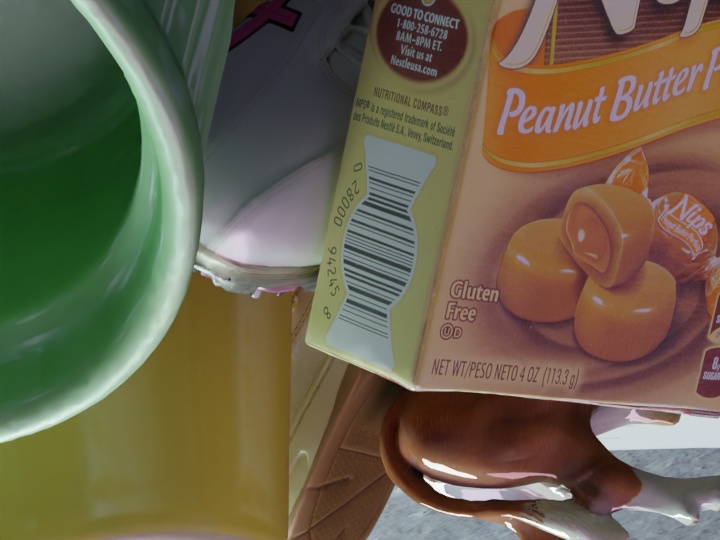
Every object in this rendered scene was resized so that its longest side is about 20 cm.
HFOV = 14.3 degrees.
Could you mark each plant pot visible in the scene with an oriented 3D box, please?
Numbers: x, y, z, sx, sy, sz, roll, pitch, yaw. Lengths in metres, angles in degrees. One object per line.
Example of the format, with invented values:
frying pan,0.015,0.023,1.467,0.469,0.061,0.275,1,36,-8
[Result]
plant pot,-0.102,0.016,0.879,0.200,0.189,0.201,-11,157,-5

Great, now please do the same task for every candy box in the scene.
candy box,0.063,-0.066,0.770,0.115,0.200,0.055,6,-170,-38

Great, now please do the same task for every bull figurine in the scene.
bull figurine,0.094,0.012,0.949,0.200,0.121,0.065,-52,169,-13

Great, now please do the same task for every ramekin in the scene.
ramekin,-0.126,-0.059,0.707,0.200,0.098,0.200,8,133,8

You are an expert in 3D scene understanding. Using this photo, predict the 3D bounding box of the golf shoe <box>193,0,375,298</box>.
golf shoe,0.009,-0.069,0.812,0.200,0.073,0.092,-43,166,-42

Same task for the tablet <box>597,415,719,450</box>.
tablet,0.067,0.040,1.056,0.200,0.014,0.130,-3,153,11

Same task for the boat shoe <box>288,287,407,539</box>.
boat shoe,0.000,0.000,0.961,0.069,0.200,0.074,25,175,30
